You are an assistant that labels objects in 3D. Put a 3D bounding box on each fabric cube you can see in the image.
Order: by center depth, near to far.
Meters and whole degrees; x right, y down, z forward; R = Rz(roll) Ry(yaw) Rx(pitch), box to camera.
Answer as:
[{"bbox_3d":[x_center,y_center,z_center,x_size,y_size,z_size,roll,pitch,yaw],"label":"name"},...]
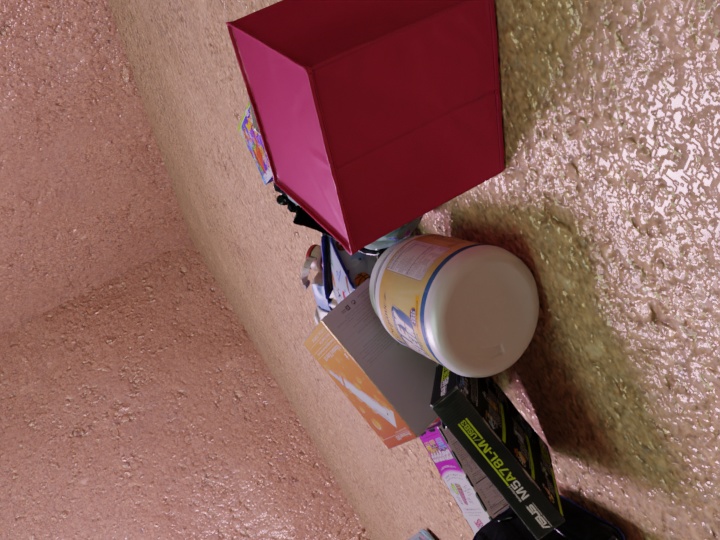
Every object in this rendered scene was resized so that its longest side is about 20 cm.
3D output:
[{"bbox_3d":[0.009,-0.175,0.743,0.196,0.197,0.203,42,154,46],"label":"fabric cube"}]

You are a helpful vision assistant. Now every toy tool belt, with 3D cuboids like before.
[{"bbox_3d":[-0.023,0.039,1.352,0.121,0.126,0.202,13,141,26],"label":"toy tool belt"}]

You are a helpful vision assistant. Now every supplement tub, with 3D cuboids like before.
[{"bbox_3d":[0.103,0.034,0.868,0.199,0.143,0.147,19,135,66],"label":"supplement tub"}]

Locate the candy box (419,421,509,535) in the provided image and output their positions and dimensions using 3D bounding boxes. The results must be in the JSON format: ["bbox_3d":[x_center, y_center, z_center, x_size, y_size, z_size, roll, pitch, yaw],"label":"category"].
[{"bbox_3d":[0.186,0.348,1.236,0.203,0.060,0.137,61,163,10],"label":"candy box"}]

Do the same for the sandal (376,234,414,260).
[{"bbox_3d":[0.064,-0.008,1.026,0.203,0.079,0.054,66,-173,6],"label":"sandal"}]

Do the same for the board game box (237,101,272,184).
[{"bbox_3d":[-0.190,-0.263,1.468,0.137,0.044,0.200,64,163,-3],"label":"board game box"}]

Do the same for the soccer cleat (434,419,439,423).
[{"bbox_3d":[0.085,0.176,1.258,0.202,0.066,0.076,59,-178,-3],"label":"soccer cleat"}]

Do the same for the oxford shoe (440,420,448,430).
[{"bbox_3d":[0.118,0.148,1.111,0.203,0.074,0.070,65,164,1],"label":"oxford shoe"}]

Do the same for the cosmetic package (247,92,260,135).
[{"bbox_3d":[-0.086,-0.244,0.947,0.084,0.107,0.202,35,-157,-36],"label":"cosmetic package"}]

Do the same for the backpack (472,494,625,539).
[{"bbox_3d":[0.243,0.397,0.934,0.149,0.180,0.200,67,168,-12],"label":"backpack"}]

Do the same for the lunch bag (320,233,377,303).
[{"bbox_3d":[0.000,0.000,1.176,0.172,0.121,0.202,87,161,-51],"label":"lunch bag"}]

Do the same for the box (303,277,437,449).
[{"bbox_3d":[0.027,0.133,1.012,0.201,0.097,0.125,49,154,5],"label":"box"}]

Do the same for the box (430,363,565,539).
[{"bbox_3d":[0.164,0.194,0.882,0.194,0.047,0.200,53,-167,-4],"label":"box"}]

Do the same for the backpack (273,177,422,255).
[{"bbox_3d":[-0.009,-0.117,0.965,0.199,0.167,0.127,39,165,27],"label":"backpack"}]

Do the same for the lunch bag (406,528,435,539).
[{"bbox_3d":[0.190,0.742,1.792,0.163,0.076,0.199,68,163,-12],"label":"lunch bag"}]
